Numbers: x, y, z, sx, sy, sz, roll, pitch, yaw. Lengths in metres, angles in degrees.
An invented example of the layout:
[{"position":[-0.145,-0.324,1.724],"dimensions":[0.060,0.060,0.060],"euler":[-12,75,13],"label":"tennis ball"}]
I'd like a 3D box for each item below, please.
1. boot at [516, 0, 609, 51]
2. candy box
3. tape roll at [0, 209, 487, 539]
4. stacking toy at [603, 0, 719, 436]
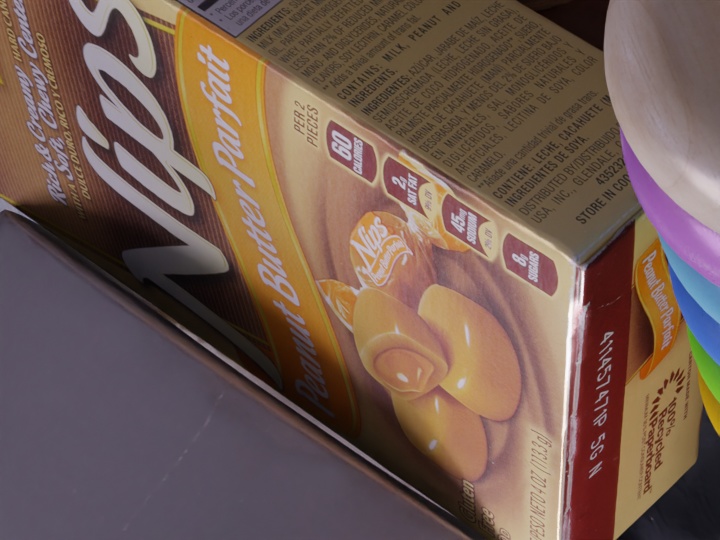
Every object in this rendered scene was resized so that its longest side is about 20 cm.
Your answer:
[{"position":[0.009,-0.057,0.719],"dimensions":[0.200,0.074,0.155],"euler":[22,142,59],"label":"boot"},{"position":[-0.012,-0.027,0.657],"dimensions":[0.200,0.055,0.116],"euler":[33,147,27],"label":"candy box"},{"position":[-0.027,0.065,0.731],"dimensions":[0.200,0.066,0.200],"euler":[34,178,1],"label":"tape roll"},{"position":[0.094,0.008,0.554],"dimensions":[0.085,0.085,0.200],"euler":[46,164,28],"label":"stacking toy"}]
